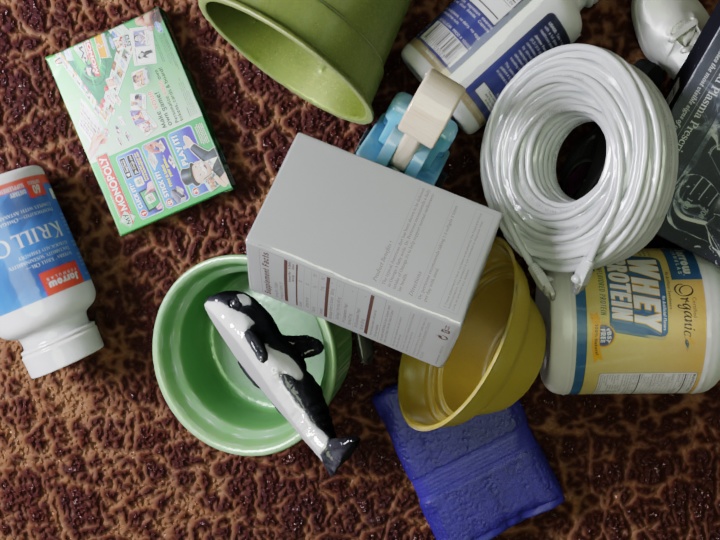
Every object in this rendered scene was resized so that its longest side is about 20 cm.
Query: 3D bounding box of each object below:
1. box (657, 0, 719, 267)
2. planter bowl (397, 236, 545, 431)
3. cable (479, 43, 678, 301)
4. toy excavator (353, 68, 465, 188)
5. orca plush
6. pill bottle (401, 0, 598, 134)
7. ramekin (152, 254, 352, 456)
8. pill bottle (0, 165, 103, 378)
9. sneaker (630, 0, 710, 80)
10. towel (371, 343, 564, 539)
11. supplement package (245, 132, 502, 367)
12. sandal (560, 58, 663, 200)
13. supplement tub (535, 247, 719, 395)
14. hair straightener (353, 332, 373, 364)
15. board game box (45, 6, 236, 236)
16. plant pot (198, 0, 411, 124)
[{"bbox_3d":[0.361,-0.111,0.895,0.181,0.104,0.202,26,120,5],"label":"box"},{"bbox_3d":[0.122,0.075,0.959,0.083,0.200,0.202,26,99,-20],"label":"planter bowl"},{"bbox_3d":[0.198,-0.100,0.895,0.201,0.069,0.201,-56,51,32],"label":"cable"},{"bbox_3d":[0.048,-0.125,0.920,0.099,0.195,0.201,29,126,0],"label":"toy excavator"},{"bbox_3d":[-0.059,0.085,0.902,0.071,0.106,0.200,-35,58,-18],"label":"orca plush"},{"bbox_3d":[0.146,-0.240,0.963,0.200,0.111,0.111,-41,94,7],"label":"pill bottle"},{"bbox_3d":[-0.104,0.078,1.006,0.197,0.098,0.203,3,99,17],"label":"ramekin"},{"bbox_3d":[-0.344,0.003,1.020,0.111,0.112,0.202,-23,96,6],"label":"pill bottle"},{"bbox_3d":[0.341,-0.203,0.969,0.075,0.089,0.201,-32,95,6],"label":"sneaker"},{"bbox_3d":[0.114,0.190,1.055,0.146,0.050,0.202,-26,95,-1],"label":"towel"},{"bbox_3d":[0.009,-0.016,0.882,0.198,0.118,0.118,22,68,5],"label":"supplement package"},{"bbox_3d":[0.246,-0.120,1.003,0.048,0.075,0.202,29,98,33],"label":"sandal"},{"bbox_3d":[0.280,0.050,0.976,0.197,0.145,0.147,-1,97,3],"label":"supplement tub"},{"bbox_3d":[0.000,0.000,1.038,0.076,0.041,0.203,-2,92,18],"label":"hair straightener"},{"bbox_3d":[-0.230,-0.155,1.035,0.133,0.029,0.202,-21,96,6],"label":"board game box"},{"bbox_3d":[-0.023,-0.278,0.946,0.199,0.200,0.191,32,85,-1],"label":"plant pot"}]
